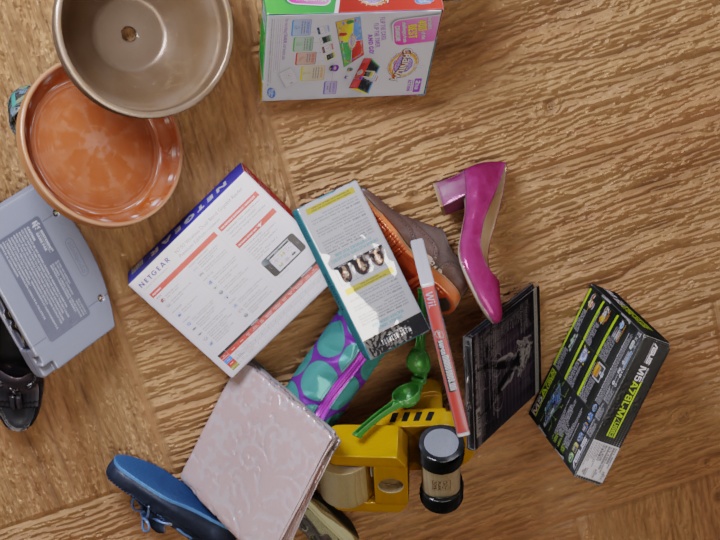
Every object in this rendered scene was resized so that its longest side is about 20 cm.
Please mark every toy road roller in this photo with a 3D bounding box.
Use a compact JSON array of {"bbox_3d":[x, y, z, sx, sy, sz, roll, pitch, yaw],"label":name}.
[{"bbox_3d":[0.045,0.217,1.770,0.200,0.146,0.123,-1,137,2],"label":"toy road roller"}]

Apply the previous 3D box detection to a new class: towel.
[{"bbox_3d":[-0.125,0.234,1.726,0.032,0.200,0.191,15,106,-47],"label":"towel"}]

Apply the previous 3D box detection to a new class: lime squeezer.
[{"bbox_3d":[0.053,0.123,1.726,0.071,0.038,0.200,29,80,-25],"label":"lime squeezer"}]

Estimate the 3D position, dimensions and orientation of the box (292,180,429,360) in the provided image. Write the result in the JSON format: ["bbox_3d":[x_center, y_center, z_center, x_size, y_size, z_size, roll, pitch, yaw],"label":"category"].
[{"bbox_3d":[0.000,0.000,1.670,0.082,0.049,0.200,-26,94,-9],"label":"box"}]

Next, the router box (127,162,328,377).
[{"bbox_3d":[-0.151,0.001,1.712,0.200,0.049,0.179,-43,110,5],"label":"router box"}]

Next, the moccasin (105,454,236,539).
[{"bbox_3d":[-0.244,0.309,1.781,0.200,0.080,0.068,36,103,-18],"label":"moccasin"}]

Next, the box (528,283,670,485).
[{"bbox_3d":[0.296,0.140,1.764,0.047,0.193,0.200,21,102,-14],"label":"box"}]

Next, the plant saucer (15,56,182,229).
[{"bbox_3d":[-0.298,-0.144,1.596,0.200,0.032,0.200,10,73,-35],"label":"plant saucer"}]

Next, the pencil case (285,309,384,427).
[{"bbox_3d":[-0.030,0.126,1.753,0.085,0.092,0.200,30,102,-21],"label":"pencil case"}]

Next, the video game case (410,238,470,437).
[{"bbox_3d":[0.094,0.078,1.654,0.017,0.143,0.200,-14,112,3],"label":"video game case"}]

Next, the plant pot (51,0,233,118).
[{"bbox_3d":[-0.250,-0.268,1.568,0.201,0.093,0.201,-1,92,-23],"label":"plant pot"}]

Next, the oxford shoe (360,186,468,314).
[{"bbox_3d":[0.057,-0.037,1.740,0.200,0.071,0.073,47,57,-11],"label":"oxford shoe"}]

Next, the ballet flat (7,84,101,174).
[{"bbox_3d":[-0.333,-0.129,1.626,0.200,0.074,0.074,42,97,-19],"label":"ballet flat"}]

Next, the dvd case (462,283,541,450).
[{"bbox_3d":[0.179,0.117,1.752,0.016,0.200,0.149,8,112,30],"label":"dvd case"}]

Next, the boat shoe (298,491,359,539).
[{"bbox_3d":[-0.087,0.306,1.813,0.066,0.072,0.201,-47,114,1],"label":"boat shoe"}]

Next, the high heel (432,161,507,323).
[{"bbox_3d":[0.162,-0.037,1.707,0.096,0.200,0.067,-20,155,4],"label":"high heel"}]

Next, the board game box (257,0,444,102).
[{"bbox_3d":[-0.015,-0.260,1.611,0.200,0.040,0.153,-3,148,-10],"label":"board game box"}]

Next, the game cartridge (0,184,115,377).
[{"bbox_3d":[-0.373,0.007,1.643,0.133,0.040,0.200,-37,112,-35],"label":"game cartridge"}]

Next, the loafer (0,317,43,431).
[{"bbox_3d":[-0.422,0.107,1.690,0.072,0.063,0.200,-1,108,-10],"label":"loafer"}]
